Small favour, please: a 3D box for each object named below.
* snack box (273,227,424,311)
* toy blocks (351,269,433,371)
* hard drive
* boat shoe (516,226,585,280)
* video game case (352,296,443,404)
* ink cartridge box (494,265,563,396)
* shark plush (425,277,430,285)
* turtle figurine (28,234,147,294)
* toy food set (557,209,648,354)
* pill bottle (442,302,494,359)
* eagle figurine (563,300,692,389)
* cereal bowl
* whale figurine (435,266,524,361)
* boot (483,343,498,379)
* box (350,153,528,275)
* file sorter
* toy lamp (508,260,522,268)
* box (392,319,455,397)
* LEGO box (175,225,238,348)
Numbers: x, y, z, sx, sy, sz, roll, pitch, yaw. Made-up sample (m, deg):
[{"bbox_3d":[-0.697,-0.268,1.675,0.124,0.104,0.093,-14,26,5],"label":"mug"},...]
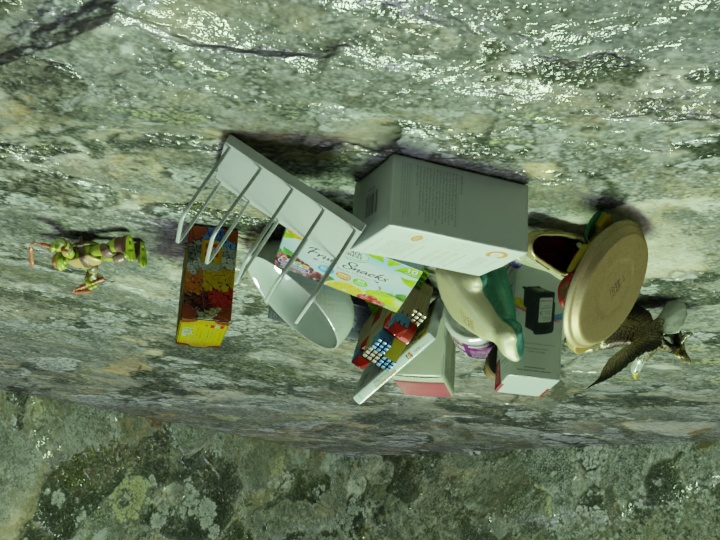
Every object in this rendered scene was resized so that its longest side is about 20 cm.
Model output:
[{"bbox_3d":[-0.015,-0.023,1.539,0.199,0.053,0.142,21,150,-4],"label":"snack box"},{"bbox_3d":[0.049,0.103,1.783,0.100,0.137,0.200,32,129,-10],"label":"toy blocks"},{"bbox_3d":[-0.062,0.066,1.914,0.199,0.042,0.135,13,149,-2],"label":"hard drive"},{"bbox_3d":[0.309,-0.017,1.554,0.199,0.074,0.066,10,-177,-22],"label":"boat shoe"},{"bbox_3d":[0.071,0.138,1.890,0.182,0.023,0.200,-43,-175,17],"label":"video game case"},{"bbox_3d":[0.271,0.089,1.718,0.082,0.201,0.146,6,163,0],"label":"ink cartridge box"},{"bbox_3d":[0.067,0.059,1.899,0.083,0.091,0.200,39,163,-7],"label":"shark plush"},{"bbox_3d":[-0.431,-0.021,1.734,0.160,0.065,0.200,-7,153,10],"label":"turtle figurine"},{"bbox_3d":[0.340,0.016,1.506,0.049,0.198,0.200,28,172,37],"label":"toy food set"},{"bbox_3d":[0.211,0.096,1.906,0.112,0.113,0.200,0,163,13],"label":"pill bottle"},{"bbox_3d":[0.481,0.132,1.901,0.199,0.152,0.152,-1,175,-10],"label":"eagle figurine"},{"bbox_3d":[-0.083,0.025,1.693,0.200,0.083,0.200,38,159,17],"label":"cereal bowl"},{"bbox_3d":[0.199,0.045,1.634,0.104,0.200,0.159,-30,139,-12],"label":"whale figurine"},{"bbox_3d":[0.275,0.105,1.831,0.074,0.200,0.075,42,164,4],"label":"boot"},{"bbox_3d":[0.103,-0.069,1.401,0.199,0.098,0.124,11,162,-22],"label":"box"},{"bbox_3d":[-0.120,-0.046,1.346,0.200,0.125,0.139,34,160,-2],"label":"file sorter"},{"bbox_3d":[0.140,-0.038,1.570,0.199,0.058,0.058,7,163,-14],"label":"toy lamp"},{"bbox_3d":[0.128,0.174,2.158,0.108,0.128,0.200,1,163,11],"label":"box"},{"bbox_3d":[-0.248,0.030,1.717,0.077,0.150,0.200,6,164,-11],"label":"LEGO box"}]
